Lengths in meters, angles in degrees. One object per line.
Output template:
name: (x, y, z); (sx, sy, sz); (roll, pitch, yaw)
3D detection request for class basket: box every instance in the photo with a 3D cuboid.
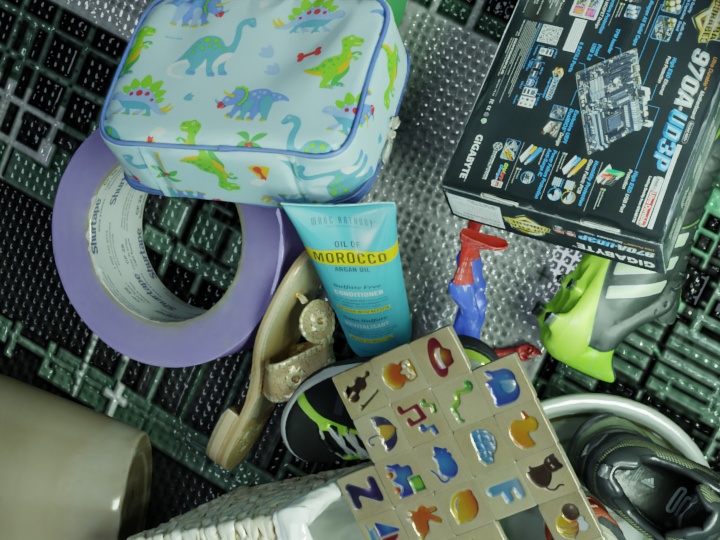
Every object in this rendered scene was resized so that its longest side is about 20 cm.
basket: (-0.043, 0.256, 1.285); (0.161, 0.198, 0.200); (-14, 90, 27)

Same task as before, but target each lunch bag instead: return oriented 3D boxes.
lunch bag: (-0.071, -0.126, 1.235); (0.200, 0.082, 0.161); (4, 59, 19)

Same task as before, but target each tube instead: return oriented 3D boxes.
tube: (0.000, 0.000, 1.243); (0.077, 0.200, 0.050); (-4, 61, 8)

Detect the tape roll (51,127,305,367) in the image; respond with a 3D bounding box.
tape roll: (-0.132, -0.029, 1.351); (0.200, 0.085, 0.200); (3, 97, 22)

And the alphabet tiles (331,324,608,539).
alphabet tiles: (0.064, 0.143, 1.176); (0.167, 0.008, 0.200); (-25, 91, 29)

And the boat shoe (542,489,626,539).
boat shoe: (0.182, 0.246, 1.209); (0.071, 0.063, 0.200); (-25, 107, 1)

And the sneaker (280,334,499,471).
sneaker: (0.014, 0.106, 1.234); (0.200, 0.083, 0.072); (-26, 120, 35)

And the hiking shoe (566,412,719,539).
hiking shoe: (0.232, 0.172, 1.176); (0.200, 0.101, 0.076); (25, 102, -8)

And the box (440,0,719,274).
box: (0.164, -0.113, 1.192); (0.159, 0.046, 0.200); (16, 70, 20)

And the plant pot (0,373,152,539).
plant pot: (-0.262, 0.176, 1.384); (0.173, 0.200, 0.200); (7, 98, 4)

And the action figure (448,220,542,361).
action figure: (0.101, 0.054, 1.263); (0.099, 0.065, 0.200); (16, 126, 4)

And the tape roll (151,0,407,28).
tape roll: (-0.062, -0.226, 1.323); (0.200, 0.048, 0.201); (2, 96, 22)

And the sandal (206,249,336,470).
sandal: (-0.046, 0.081, 1.327); (0.070, 0.078, 0.212); (35, 121, 14)

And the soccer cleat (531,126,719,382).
soccer cleat: (0.204, -0.013, 1.232); (0.081, 0.068, 0.200); (33, 99, -16)

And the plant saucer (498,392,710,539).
plant saucer: (0.155, 0.179, 1.251); (0.200, 0.050, 0.200); (-1, 102, -3)
